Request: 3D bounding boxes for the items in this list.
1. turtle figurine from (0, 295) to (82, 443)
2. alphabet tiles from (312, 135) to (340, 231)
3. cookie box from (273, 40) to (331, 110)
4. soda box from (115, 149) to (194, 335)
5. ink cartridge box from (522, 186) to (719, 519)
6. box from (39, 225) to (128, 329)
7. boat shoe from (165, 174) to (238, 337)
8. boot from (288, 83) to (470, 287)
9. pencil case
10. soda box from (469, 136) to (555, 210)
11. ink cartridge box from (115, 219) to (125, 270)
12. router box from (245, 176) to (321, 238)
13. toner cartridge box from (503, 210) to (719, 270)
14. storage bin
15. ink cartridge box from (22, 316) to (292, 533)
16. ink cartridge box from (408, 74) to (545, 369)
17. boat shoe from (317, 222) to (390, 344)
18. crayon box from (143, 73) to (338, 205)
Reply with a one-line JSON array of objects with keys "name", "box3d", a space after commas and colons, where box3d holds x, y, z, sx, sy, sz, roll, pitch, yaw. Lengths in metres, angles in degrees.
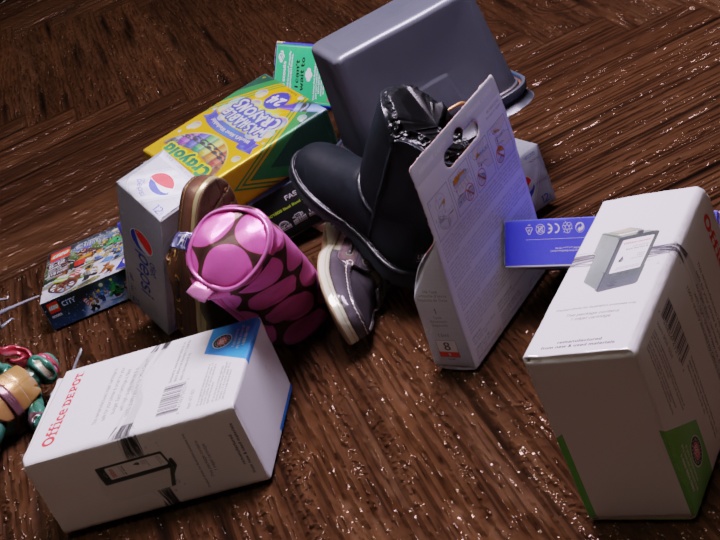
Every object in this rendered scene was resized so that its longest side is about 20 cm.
[{"name": "turtle figurine", "box3d": [-0.347, 0.124, 1.444, 0.150, 0.101, 0.200, 33, 52, 11]}, {"name": "alphabet tiles", "box3d": [-0.050, -0.096, 1.682, 0.195, 0.015, 0.200, -39, 29, -13]}, {"name": "cookie box", "box3d": [0.021, -0.214, 1.691, 0.171, 0.075, 0.200, 2, 7, -38]}, {"name": "soda box", "box3d": [-0.193, -0.024, 1.471, 0.068, 0.200, 0.063, 40, 61, 22]}, {"name": "ink cartridge box", "box3d": [0.204, 0.056, 1.042, 0.084, 0.146, 0.200, -8, 30, 33]}, {"name": "box", "box3d": [-0.266, -0.014, 1.693, 0.200, 0.038, 0.137, -23, 26, 3]}, {"name": "boat shoe", "box3d": [-0.154, -0.005, 1.390, 0.067, 0.200, 0.072, 22, 43, 25]}, {"name": "boot", "box3d": [0.018, -0.105, 1.354, 0.076, 0.168, 0.200, -17, 49, -33]}, {"name": "pencil case", "box3d": [-0.093, 0.011, 1.343, 0.091, 0.200, 0.094, 20, 79, 23]}, {"name": "soda box", "box3d": [0.107, -0.102, 1.495, 0.068, 0.064, 0.200, -33, 27, -19]}, {"name": "ink cartridge box", "box3d": [-0.209, -0.087, 1.649, 0.095, 0.037, 0.200, -16, 36, 36]}, {"name": "router box", "box3d": [-0.109, -0.095, 1.656, 0.150, 0.062, 0.200, -29, 28, 3]}, {"name": "toner cartridge box", "box3d": [0.229, -0.024, 1.237, 0.200, 0.043, 0.095, -2, -3, 39]}, {"name": "storage bin", "box3d": [0.054, -0.193, 1.468, 0.200, 0.135, 0.146, -30, 27, -8]}, {"name": "ink cartridge box", "box3d": [-0.174, 0.133, 1.285, 0.200, 0.084, 0.146, -17, 27, 15]}, {"name": "ink cartridge box", "box3d": [0.089, -0.041, 1.257, 0.050, 0.200, 0.162, 0, 35, 36]}, {"name": "boat shoe", "box3d": [0.000, 0.000, 1.406, 0.065, 0.072, 0.200, -21, 23, 9]}, {"name": "crayon box", "box3d": [-0.141, -0.124, 1.574, 0.200, 0.052, 0.126, -36, 41, -19]}]
